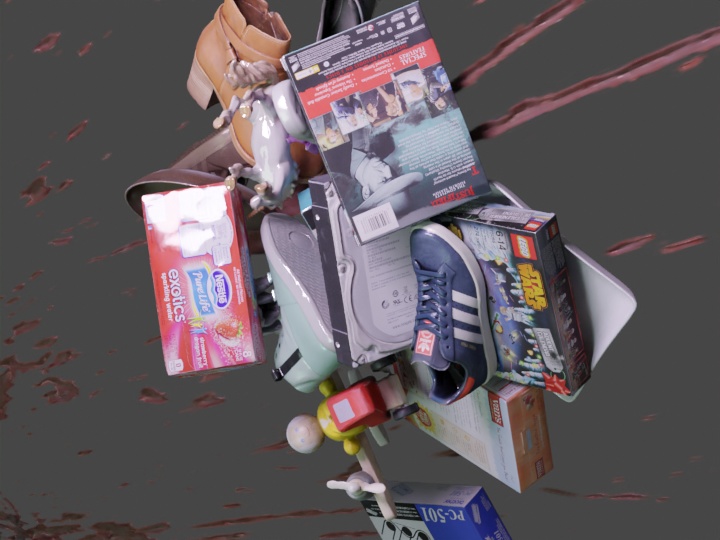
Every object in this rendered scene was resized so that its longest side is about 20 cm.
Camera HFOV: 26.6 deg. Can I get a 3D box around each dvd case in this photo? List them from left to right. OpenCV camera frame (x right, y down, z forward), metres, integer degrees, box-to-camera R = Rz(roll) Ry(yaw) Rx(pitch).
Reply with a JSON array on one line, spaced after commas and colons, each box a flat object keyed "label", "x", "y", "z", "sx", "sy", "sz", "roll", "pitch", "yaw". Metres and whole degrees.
[{"label": "dvd case", "x": 0.026, "y": -0.142, "z": 1.481, "sx": 0.022, "sy": 0.146, "sz": 0.200, "roll": -130, "pitch": 17, "yaw": -82}]

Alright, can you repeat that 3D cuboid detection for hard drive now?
[{"label": "hard drive", "x": 0.026, "y": -0.014, "z": 1.577, "sx": 0.038, "sy": 0.140, "sz": 0.200, "roll": 14, "pitch": 117, "yaw": 55}]

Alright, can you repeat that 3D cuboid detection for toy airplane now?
[{"label": "toy airplane", "x": -0.021, "y": 0.167, "z": 1.755, "sx": 0.200, "sy": 0.141, "sz": 0.199, "roll": 52, "pitch": 162, "yaw": 50}]

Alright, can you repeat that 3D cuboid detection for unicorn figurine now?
[{"label": "unicorn figurine", "x": -0.101, "y": -0.123, "z": 1.593, "sx": 0.074, "sy": 0.137, "sz": 0.200, "roll": 16, "pitch": 110, "yaw": 17}]

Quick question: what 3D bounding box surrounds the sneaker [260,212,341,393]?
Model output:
[{"label": "sneaker", "x": -0.080, "y": 0.038, "z": 1.673, "sx": 0.118, "sy": 0.074, "sz": 0.201, "roll": -54, "pitch": 49, "yaw": 37}]

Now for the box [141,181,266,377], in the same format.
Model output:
[{"label": "box", "x": -0.169, "y": 0.012, "z": 1.660, "sx": 0.095, "sy": 0.100, "sz": 0.200, "roll": 39, "pitch": -139, "yaw": -84}]

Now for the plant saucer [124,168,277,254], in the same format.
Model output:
[{"label": "plant saucer", "x": -0.179, "y": -0.073, "z": 1.808, "sx": 0.200, "sy": 0.032, "sz": 0.200, "roll": 14, "pitch": 160, "yaw": 5}]

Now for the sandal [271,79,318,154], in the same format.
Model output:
[{"label": "sandal", "x": -0.057, "y": -0.153, "z": 1.565, "sx": 0.050, "sy": 0.203, "sz": 0.083, "roll": -19, "pitch": 76, "yaw": 14}]

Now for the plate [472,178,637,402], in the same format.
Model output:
[{"label": "plate", "x": 0.180, "y": 0.019, "z": 1.568, "sx": 0.200, "sy": 0.032, "sz": 0.200, "roll": 40, "pitch": 144, "yaw": 14}]

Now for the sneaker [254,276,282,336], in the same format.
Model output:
[{"label": "sneaker", "x": -0.141, "y": 0.030, "z": 1.796, "sx": 0.115, "sy": 0.200, "sz": 0.075, "roll": 2, "pitch": 110, "yaw": 14}]

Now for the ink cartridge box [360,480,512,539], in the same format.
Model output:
[{"label": "ink cartridge box", "x": 0.094, "y": 0.317, "z": 1.926, "sx": 0.200, "sy": 0.044, "sz": 0.094, "roll": -7, "pitch": 118, "yaw": 50}]

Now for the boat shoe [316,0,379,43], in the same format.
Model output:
[{"label": "boat shoe", "x": -0.019, "y": -0.234, "z": 1.532, "sx": 0.067, "sy": 0.057, "sz": 0.200, "roll": 34, "pitch": 142, "yaw": 22}]

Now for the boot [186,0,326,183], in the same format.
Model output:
[{"label": "boot", "x": -0.098, "y": -0.198, "z": 1.644, "sx": 0.200, "sy": 0.074, "sz": 0.155, "roll": 39, "pitch": 138, "yaw": 6}]

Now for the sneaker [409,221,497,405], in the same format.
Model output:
[{"label": "sneaker", "x": 0.080, "y": 0.049, "z": 1.535, "sx": 0.075, "sy": 0.085, "sz": 0.200, "roll": 10, "pitch": 129, "yaw": 45}]

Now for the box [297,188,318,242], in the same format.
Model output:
[{"label": "box", "x": 0.014, "y": -0.013, "z": 1.642, "sx": 0.200, "sy": 0.082, "sz": 0.049, "roll": 61, "pitch": -175, "yaw": -27}]

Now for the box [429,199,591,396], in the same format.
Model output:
[{"label": "box", "x": 0.151, "y": 0.025, "z": 1.543, "sx": 0.137, "sy": 0.040, "sz": 0.200, "roll": 12, "pitch": 130, "yaw": 41}]

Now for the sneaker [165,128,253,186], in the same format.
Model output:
[{"label": "sneaker", "x": -0.176, "y": -0.115, "z": 1.804, "sx": 0.076, "sy": 0.070, "sz": 0.200, "roll": 49, "pitch": 148, "yaw": -11}]

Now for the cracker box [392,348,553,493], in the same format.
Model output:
[{"label": "cracker box", "x": 0.121, "y": 0.143, "z": 1.698, "sx": 0.200, "sy": 0.058, "sz": 0.134, "roll": 30, "pitch": 142, "yaw": 44}]

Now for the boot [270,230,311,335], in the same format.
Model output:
[{"label": "boot", "x": -0.052, "y": 0.032, "z": 1.815, "sx": 0.096, "sy": 0.074, "sz": 0.200, "roll": 36, "pitch": 150, "yaw": 6}]
